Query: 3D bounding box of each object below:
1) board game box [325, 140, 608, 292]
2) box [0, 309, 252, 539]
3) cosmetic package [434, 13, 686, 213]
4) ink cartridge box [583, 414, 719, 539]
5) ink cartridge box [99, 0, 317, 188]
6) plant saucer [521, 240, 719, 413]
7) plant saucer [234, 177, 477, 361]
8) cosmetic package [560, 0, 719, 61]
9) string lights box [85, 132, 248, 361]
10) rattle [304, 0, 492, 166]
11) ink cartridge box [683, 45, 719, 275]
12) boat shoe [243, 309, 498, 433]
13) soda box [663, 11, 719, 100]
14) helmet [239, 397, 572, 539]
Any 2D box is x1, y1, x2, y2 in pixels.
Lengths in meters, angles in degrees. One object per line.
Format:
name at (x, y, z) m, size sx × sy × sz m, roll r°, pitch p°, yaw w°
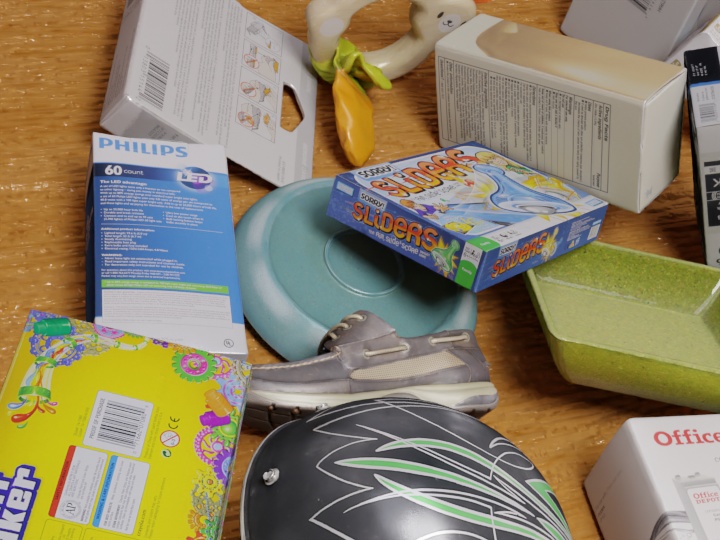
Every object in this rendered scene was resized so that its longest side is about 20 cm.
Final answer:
board game box at (0.086, -0.047, 0.986) m, size 0.135 × 0.035 × 0.199 m, roll 28°, pitch 26°, yaw 27°
box at (-0.145, 0.167, 0.664) m, size 0.121 × 0.193 × 0.201 m, roll 14°, pitch 45°, yaw -6°
cosmetic package at (0.161, -0.132, 1.064) m, size 0.199 × 0.106 × 0.071 m, roll 24°, pitch 45°, yaw 32°
ink cartridge box at (0.252, 0.196, 0.851) m, size 0.145 × 0.083 × 0.201 m, roll 0°, pitch 49°, yaw -19°
ink cartridge box at (-0.118, -0.153, 1.073) m, size 0.175 × 0.045 × 0.201 m, roll 30°, pitch 40°, yaw -27°
plant saucer at (0.212, 0.043, 0.970) m, size 0.198 × 0.048 × 0.200 m, roll 12°, pitch 24°, yaw -8°
plant saucer at (0.000, 0.000, 0.975) m, size 0.198 × 0.028 × 0.201 m, roll 12°, pitch 48°, yaw -14°
cosmetic package at (0.326, -0.306, 1.258) m, size 0.199 × 0.200 × 0.123 m, roll -28°, pitch 62°, yaw -36°
string lights box at (-0.142, -0.006, 0.918) m, size 0.102 × 0.059 × 0.201 m, roll 4°, pitch 48°, yaw -16°
rattle at (0.061, -0.192, 1.091) m, size 0.198 × 0.131 × 0.143 m, roll -15°, pitch 40°, yaw -6°
ink cartridge box at (0.293, -0.074, 1.061) m, size 0.039 × 0.201 × 0.100 m, roll -8°, pitch 43°, yaw 13°
boat shoe at (-0.001, 0.070, 0.880) m, size 0.198 × 0.074 × 0.074 m, roll 3°, pitch 67°, yaw -29°
soda box at (0.366, -0.138, 1.169) m, size 0.200 × 0.064 × 0.068 m, roll 49°, pitch 50°, yaw 0°
helmet at (0.023, 0.166, 0.722) m, size 0.198 × 0.191 × 0.201 m, roll 10°, pitch 46°, yaw -11°
